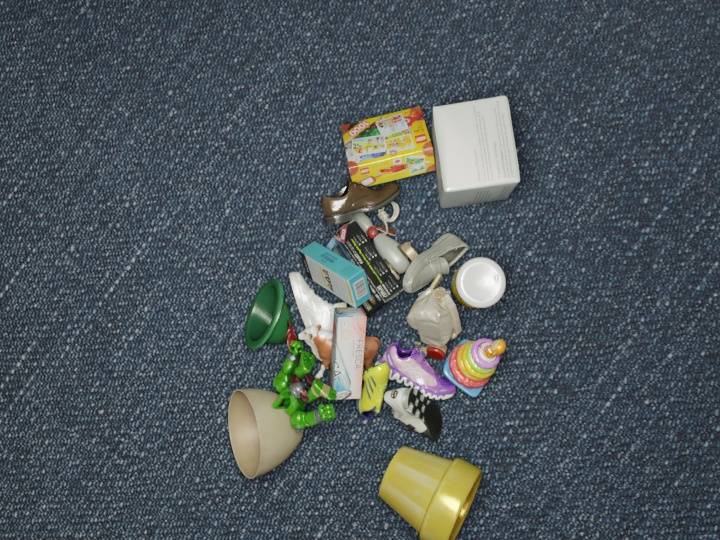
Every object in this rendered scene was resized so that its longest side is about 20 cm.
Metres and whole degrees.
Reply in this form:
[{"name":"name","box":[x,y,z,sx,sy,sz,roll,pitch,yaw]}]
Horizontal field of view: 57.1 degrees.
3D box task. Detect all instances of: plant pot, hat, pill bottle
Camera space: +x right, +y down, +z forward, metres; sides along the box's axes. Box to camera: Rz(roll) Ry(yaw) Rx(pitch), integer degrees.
[{"name":"plant pot","box":[0.152,0.502,1.502,0.187,0.201,0.203,23,88,21]},{"name":"hat","box":[-0.171,0.143,1.612,0.175,0.165,0.202,24,89,-30]},{"name":"pill bottle","box":[0.264,0.032,1.508,0.108,0.200,0.111,0,86,4]},{"name":"plant pot","box":[-0.212,0.367,1.545,0.133,0.200,0.203,-6,85,-31]}]

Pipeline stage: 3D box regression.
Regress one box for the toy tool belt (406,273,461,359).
[{"name":"toy tool belt","box":[0.183,0.107,1.540,0.123,0.201,0.124,10,57,22]}]

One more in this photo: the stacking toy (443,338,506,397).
[{"name":"stacking toy","box":[0.275,0.196,1.492,0.109,0.200,0.116,38,64,4]}]

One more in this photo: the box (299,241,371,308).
[{"name":"box","box":[-0.060,0.007,1.535,0.049,0.199,0.083,-33,129,-24]}]

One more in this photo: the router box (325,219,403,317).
[{"name":"router box","box":[0.000,0.000,1.551,0.062,0.150,0.201,-32,84,-23]}]

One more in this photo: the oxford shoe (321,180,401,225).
[{"name":"oxford shoe","box":[0.004,-0.173,1.526,0.198,0.073,0.085,-21,105,-19]}]

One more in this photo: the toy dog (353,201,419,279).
[{"name":"toy dog","box":[0.062,-0.058,1.598,0.131,0.096,0.202,-23,70,5]}]

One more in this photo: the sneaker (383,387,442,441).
[{"name":"sneaker","box":[0.123,0.330,1.541,0.088,0.200,0.075,-4,48,36]}]

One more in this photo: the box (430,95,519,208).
[{"name":"box","box":[0.257,-0.266,1.527,0.169,0.199,0.203,-9,84,4]}]

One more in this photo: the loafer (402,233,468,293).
[{"name":"loafer","box":[0.175,-0.015,1.545,0.069,0.070,0.200,27,58,35]}]

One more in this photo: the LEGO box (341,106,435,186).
[{"name":"LEGO box","box":[0.064,-0.292,1.573,0.198,0.077,0.150,-13,54,3]}]

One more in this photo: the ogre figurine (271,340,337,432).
[{"name":"ogre figurine","box":[-0.135,0.268,1.481,0.120,0.098,0.201,-44,77,23]}]

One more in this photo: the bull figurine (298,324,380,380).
[{"name":"bull figurine","box":[-0.053,0.191,1.559,0.197,0.065,0.123,7,116,-12]}]

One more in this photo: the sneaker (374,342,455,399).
[{"name":"sneaker","box":[0.136,0.232,1.558,0.198,0.080,0.089,23,104,6]}]

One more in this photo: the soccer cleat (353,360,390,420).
[{"name":"soccer cleat","box":[0.035,0.277,1.522,0.064,0.201,0.084,-14,60,-27]}]

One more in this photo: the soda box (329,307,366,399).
[{"name":"soda box","box":[-0.029,0.186,1.490,0.067,0.064,0.203,0,106,-11]}]

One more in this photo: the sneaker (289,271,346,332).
[{"name":"sneaker","box":[-0.092,0.082,1.600,0.114,0.074,0.202,-22,95,1]}]
